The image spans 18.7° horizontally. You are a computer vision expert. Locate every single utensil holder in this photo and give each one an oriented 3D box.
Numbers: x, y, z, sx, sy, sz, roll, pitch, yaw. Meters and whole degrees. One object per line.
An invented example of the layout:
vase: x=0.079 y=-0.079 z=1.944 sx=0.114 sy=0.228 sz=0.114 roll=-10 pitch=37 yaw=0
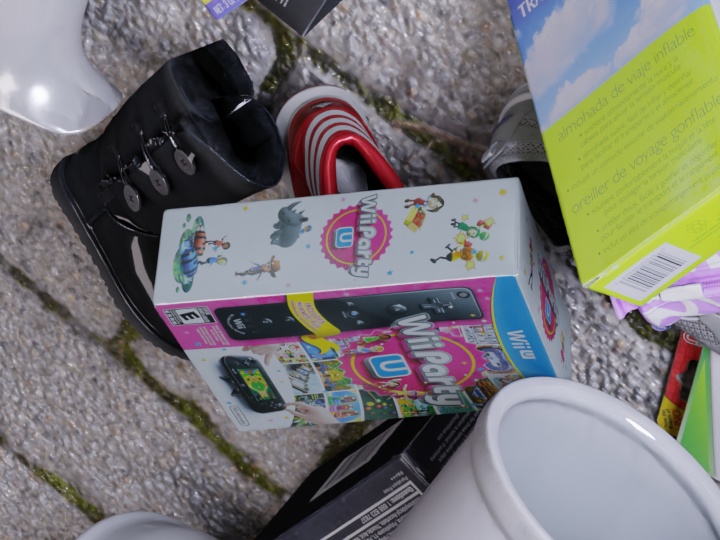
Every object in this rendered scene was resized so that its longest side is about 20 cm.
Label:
utensil holder: x=0.085 y=0.184 z=1.186 sx=0.170 sy=0.170 sz=0.200 roll=39 pitch=120 yaw=3

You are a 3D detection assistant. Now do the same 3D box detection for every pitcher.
pitcher: x=-0.230 y=-0.190 z=1.283 sx=0.171 sy=0.121 sz=0.200 roll=4 pitch=119 yaw=10

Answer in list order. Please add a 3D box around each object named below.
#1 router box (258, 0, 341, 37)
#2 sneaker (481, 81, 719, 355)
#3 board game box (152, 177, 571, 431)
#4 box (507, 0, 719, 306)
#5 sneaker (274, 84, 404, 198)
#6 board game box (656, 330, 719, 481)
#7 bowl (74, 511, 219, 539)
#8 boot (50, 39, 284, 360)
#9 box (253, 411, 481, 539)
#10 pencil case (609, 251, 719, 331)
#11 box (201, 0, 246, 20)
router box: x=-0.039 y=-0.247 z=1.176 sx=0.157 sy=0.052 sz=0.200 roll=40 pitch=135 yaw=2
sneaker: x=0.143 y=-0.014 z=1.203 sx=0.200 sy=0.082 sz=0.075 roll=40 pitch=135 yaw=3
board game box: x=0.005 y=0.022 z=1.202 sx=0.200 sy=0.064 sz=0.148 roll=-6 pitch=147 yaw=15
box: x=0.143 y=-0.098 z=1.090 sx=0.048 sy=0.200 sz=0.122 roll=18 pitch=137 yaw=-38
sneaker: x=0.000 y=0.000 z=1.278 sx=0.078 sy=0.116 sz=0.200 roll=-22 pitch=115 yaw=-2
board game box: x=0.265 y=0.102 z=1.249 sx=0.200 sy=0.030 sz=0.096 roll=26 pitch=133 yaw=20
bowl: x=-0.121 y=0.263 z=1.501 sx=0.090 sy=0.201 sz=0.201 roll=-10 pitch=115 yaw=43
boot: x=-0.097 y=-0.037 z=1.343 sx=0.165 sy=0.066 sz=0.200 roll=50 pitch=143 yaw=-7
box: x=0.060 y=0.193 z=1.383 sx=0.198 sy=0.123 sz=0.200 roll=48 pitch=134 yaw=-4
pencil case: x=0.220 y=-0.019 z=1.088 sx=0.200 sy=0.086 sz=0.084 roll=-11 pitch=112 yaw=35
box: x=-0.091 y=-0.242 z=1.145 sx=0.117 sy=0.048 sz=0.200 roll=-29 pitch=102 yaw=43
